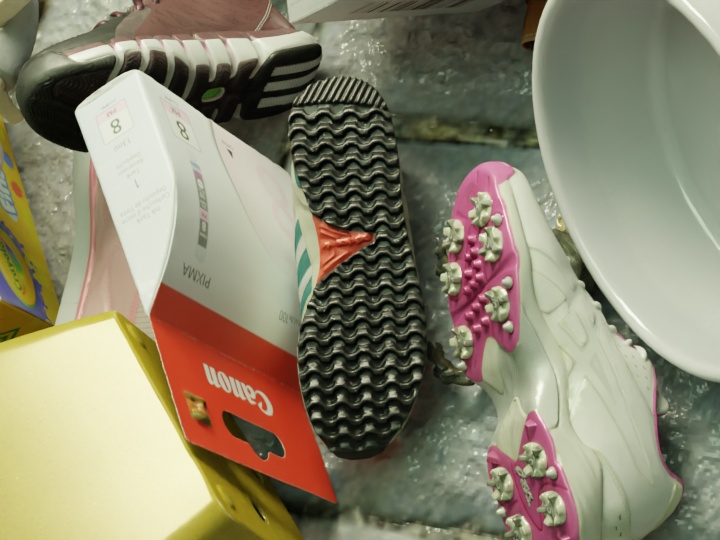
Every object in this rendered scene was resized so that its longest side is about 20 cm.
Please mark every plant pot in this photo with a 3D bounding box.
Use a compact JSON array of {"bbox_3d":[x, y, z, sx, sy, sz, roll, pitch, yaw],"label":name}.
[{"bbox_3d":[-0.140,0.140,0.882,0.176,0.200,0.200,-36,58,4],"label":"plant pot"}]

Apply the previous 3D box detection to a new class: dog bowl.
[{"bbox_3d":[0.164,-0.055,0.791,0.079,0.201,0.200,-22,56,-20],"label":"dog bowl"}]

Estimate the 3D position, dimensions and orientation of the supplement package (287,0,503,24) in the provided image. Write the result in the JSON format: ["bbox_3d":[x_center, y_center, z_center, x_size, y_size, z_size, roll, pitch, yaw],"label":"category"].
[{"bbox_3d":[0.020,-0.241,0.918,0.116,0.117,0.201,-7,91,-19],"label":"supplement package"}]

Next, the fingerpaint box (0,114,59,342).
[{"bbox_3d":[-0.291,-0.011,1.086,0.166,0.073,0.201,-31,60,14],"label":"fingerpaint box"}]

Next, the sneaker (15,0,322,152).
[{"bbox_3d":[-0.127,-0.134,0.987,0.116,0.199,0.076,54,131,26],"label":"sneaker"}]

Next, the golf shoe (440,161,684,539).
[{"bbox_3d":[0.098,0.043,0.847,0.075,0.091,0.201,-33,67,61],"label":"golf shoe"}]

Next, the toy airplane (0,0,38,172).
[{"bbox_3d":[-0.253,-0.108,0.991,0.199,0.141,0.200,-40,13,0],"label":"toy airplane"}]

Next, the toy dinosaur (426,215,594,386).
[{"bbox_3d":[0.079,0.027,0.899,0.088,0.047,0.201,9,78,23],"label":"toy dinosaur"}]

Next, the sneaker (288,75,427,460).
[{"bbox_3d":[0.000,0.000,0.936,0.070,0.093,0.201,-5,87,4],"label":"sneaker"}]

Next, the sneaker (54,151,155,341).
[{"bbox_3d":[-0.112,-0.019,0.997,0.104,0.075,0.201,0,76,29],"label":"sneaker"}]

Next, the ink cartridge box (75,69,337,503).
[{"bbox_3d":[-0.063,0.009,0.908,0.057,0.162,0.200,-34,60,14],"label":"ink cartridge box"}]

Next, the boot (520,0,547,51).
[{"bbox_3d":[0.111,-0.196,0.956,0.199,0.074,0.155,13,86,40],"label":"boot"}]
